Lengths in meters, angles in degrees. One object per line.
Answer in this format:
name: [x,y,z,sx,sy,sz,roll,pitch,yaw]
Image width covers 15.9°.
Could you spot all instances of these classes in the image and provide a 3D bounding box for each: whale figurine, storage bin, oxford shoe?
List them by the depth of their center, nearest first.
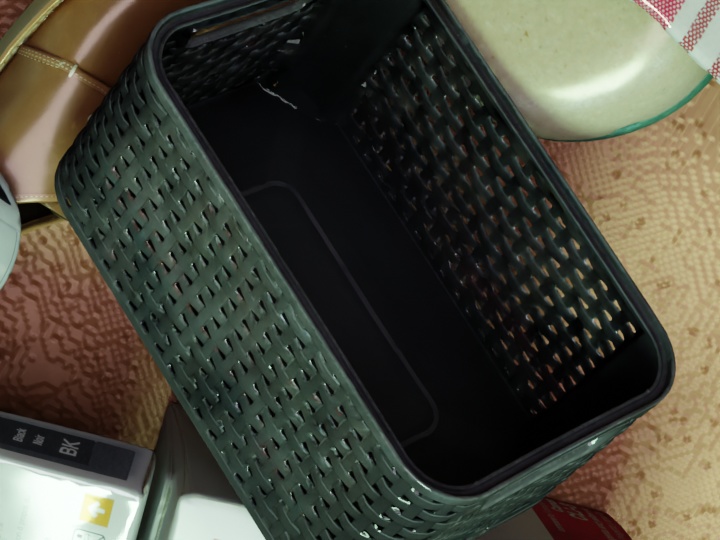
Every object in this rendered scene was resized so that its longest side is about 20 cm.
storage bin: [0.000,0.000,0.930,0.135,0.094,0.200,-24,76,-39]
oxford shoe: [-0.110,-0.061,0.991,0.200,0.071,0.071,-39,66,9]
whale figurine: [0.076,-0.148,1.001,0.159,0.104,0.201,-21,80,16]

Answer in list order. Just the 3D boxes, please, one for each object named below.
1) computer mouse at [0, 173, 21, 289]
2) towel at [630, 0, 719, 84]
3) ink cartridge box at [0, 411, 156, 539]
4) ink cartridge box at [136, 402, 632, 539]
computer mouse: [-0.208,-0.058,0.964,0.200,0.044,0.110,39,96,18]
towel: [0.192,-0.105,0.954,0.200,0.030,0.147,39,82,-23]
ink cartridge box: [-0.196,0.137,0.983,0.199,0.043,0.199,15,110,-4]
ink cartridge box: [0.000,0.156,1.020,0.199,0.145,0.146,15,99,-10]
